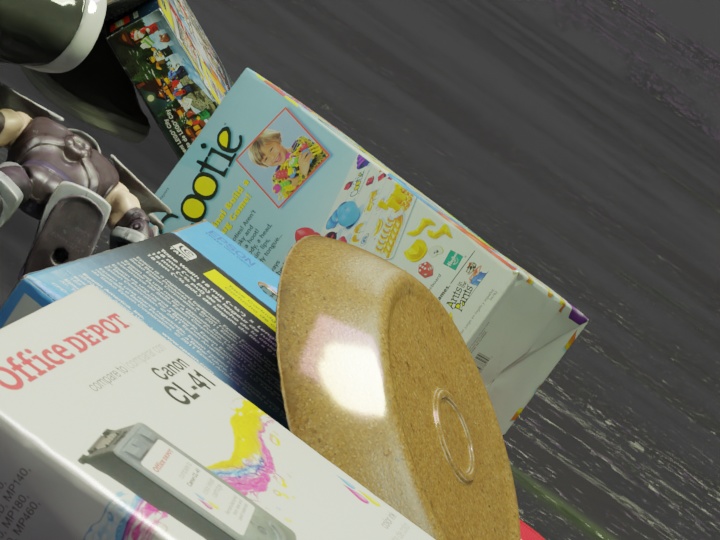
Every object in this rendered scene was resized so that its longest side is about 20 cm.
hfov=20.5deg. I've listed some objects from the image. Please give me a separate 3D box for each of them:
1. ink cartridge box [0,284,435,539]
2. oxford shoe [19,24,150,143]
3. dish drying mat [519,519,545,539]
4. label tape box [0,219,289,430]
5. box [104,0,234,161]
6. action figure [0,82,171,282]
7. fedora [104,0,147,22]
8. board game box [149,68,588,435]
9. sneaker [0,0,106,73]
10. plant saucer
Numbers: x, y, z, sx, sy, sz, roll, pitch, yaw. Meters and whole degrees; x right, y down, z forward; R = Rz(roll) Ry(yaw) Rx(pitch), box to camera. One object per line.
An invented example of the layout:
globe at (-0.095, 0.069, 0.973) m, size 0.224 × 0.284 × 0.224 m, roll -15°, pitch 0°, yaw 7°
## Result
ink cartridge box at (-0.060, 0.104, 0.688) m, size 0.200 × 0.086 × 0.148 m, roll 37°, pitch 16°, yaw 5°
oxford shoe at (-0.177, -0.144, 1.249) m, size 0.075 × 0.058 × 0.200 m, roll 25°, pitch 19°, yaw -38°
dish drying mat at (0.016, 0.097, 0.990) m, size 0.200 × 0.018 × 0.077 m, roll 37°, pitch 16°, yaw 8°
label tape box at (-0.065, 0.054, 0.867) m, size 0.144 × 0.063 × 0.200 m, roll 38°, pitch 16°, yaw 9°
box at (-0.115, -0.128, 1.248) m, size 0.137 × 0.038 × 0.200 m, roll 61°, pitch 4°, yaw -25°
action figure at (-0.155, -0.033, 0.949) m, size 0.130 × 0.069 × 0.200 m, roll 26°, pitch 12°, yaw -5°
fedora at (-0.183, -0.208, 1.176) m, size 0.201 × 0.200 × 0.092 m, roll -111°, pitch -176°, yaw -64°
board game box at (0.000, 0.000, 1.038) m, size 0.200 × 0.105 × 0.103 m, roll 39°, pitch 5°, yaw 30°
sneaker at (-0.219, -0.140, 1.002) m, size 0.099 × 0.071 × 0.200 m, roll 24°, pitch -12°, yaw -37°
plant saucer at (0.025, 0.074, 0.843) m, size 0.200 × 0.035 × 0.200 m, roll 56°, pitch 22°, yaw -38°
